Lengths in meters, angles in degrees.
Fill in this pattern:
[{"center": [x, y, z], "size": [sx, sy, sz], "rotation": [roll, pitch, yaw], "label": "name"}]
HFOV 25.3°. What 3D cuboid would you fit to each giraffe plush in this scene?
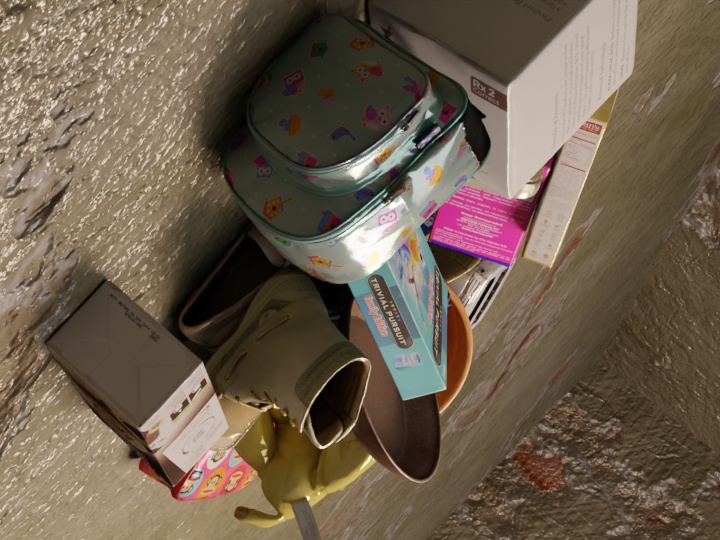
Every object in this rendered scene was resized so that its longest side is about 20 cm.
[{"center": [-0.046, 0.171, 1.651], "size": [0.162, 0.171, 0.202], "rotation": [-34, 120, -74], "label": "giraffe plush"}]

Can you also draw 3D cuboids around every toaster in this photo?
[{"center": [0.105, -0.002, 1.991], "size": [0.114, 0.129, 0.201], "rotation": [-32, 155, -52], "label": "toaster"}]

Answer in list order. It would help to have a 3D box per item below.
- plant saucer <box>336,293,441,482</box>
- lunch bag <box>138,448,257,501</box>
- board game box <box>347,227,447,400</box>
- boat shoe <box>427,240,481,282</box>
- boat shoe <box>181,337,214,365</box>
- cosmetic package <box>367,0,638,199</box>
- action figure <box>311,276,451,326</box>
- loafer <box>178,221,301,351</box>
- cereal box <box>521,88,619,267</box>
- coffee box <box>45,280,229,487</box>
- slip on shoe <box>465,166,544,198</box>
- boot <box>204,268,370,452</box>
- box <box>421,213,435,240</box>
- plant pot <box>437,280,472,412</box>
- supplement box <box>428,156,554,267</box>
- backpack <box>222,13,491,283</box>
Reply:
[{"center": [0.021, 0.111, 1.558], "size": [0.036, 0.202, 0.200], "rotation": [-19, 176, 21], "label": "plant saucer"}, {"center": [-0.142, 0.156, 1.738], "size": [0.177, 0.082, 0.200], "rotation": [-59, 162, 9], "label": "lunch bag"}, {"center": [0.029, -0.004, 1.508], "size": [0.151, 0.047, 0.201], "rotation": [-85, 155, -51], "label": "board game box"}, {"center": [0.053, 0.011, 1.893], "size": [0.200, 0.072, 0.066], "rotation": [-27, 174, 4], "label": "boat shoe"}, {"center": [-0.130, 0.075, 1.609], "size": [0.200, 0.063, 0.073], "rotation": [-45, 163, -25], "label": "boat shoe"}, {"center": [0.134, -0.213, 1.477], "size": [0.200, 0.164, 0.165], "rotation": [-45, 152, -22], "label": "cosmetic package"}, {"center": [0.000, 0.000, 1.645], "size": [0.199, 0.105, 0.195], "rotation": [-5, 121, -38], "label": "action figure"}, {"center": [-0.095, -0.007, 1.523], "size": [0.200, 0.072, 0.063], "rotation": [-50, 158, 4], "label": "loafer"}, {"center": [0.221, -0.122, 1.655], "size": [0.144, 0.039, 0.201], "rotation": [-65, 173, -48], "label": "cereal box"}, {"center": [-0.190, 0.103, 1.405], "size": [0.080, 0.113, 0.200], "rotation": [-47, 164, -14], "label": "coffee box"}, {"center": [0.081, -0.122, 1.560], "size": [0.076, 0.199, 0.061], "rotation": [-62, 163, -56], "label": "slip on shoe"}, {"center": [-0.076, 0.119, 1.487], "size": [0.072, 0.155, 0.201], "rotation": [16, 113, -41], "label": "boot"}, {"center": [0.119, -0.106, 1.886], "size": [0.064, 0.070, 0.200], "rotation": [-40, 176, 42], "label": "box"}, {"center": [0.014, 0.064, 1.773], "size": [0.201, 0.199, 0.140], "rotation": [-54, -164, 10], "label": "plant pot"}, {"center": [0.145, -0.106, 1.702], "size": [0.200, 0.103, 0.102], "rotation": [106, 2, -59], "label": "supplement box"}, {"center": [-0.015, -0.100, 1.346], "size": [0.200, 0.176, 0.153], "rotation": [-50, 148, -1], "label": "backpack"}]
